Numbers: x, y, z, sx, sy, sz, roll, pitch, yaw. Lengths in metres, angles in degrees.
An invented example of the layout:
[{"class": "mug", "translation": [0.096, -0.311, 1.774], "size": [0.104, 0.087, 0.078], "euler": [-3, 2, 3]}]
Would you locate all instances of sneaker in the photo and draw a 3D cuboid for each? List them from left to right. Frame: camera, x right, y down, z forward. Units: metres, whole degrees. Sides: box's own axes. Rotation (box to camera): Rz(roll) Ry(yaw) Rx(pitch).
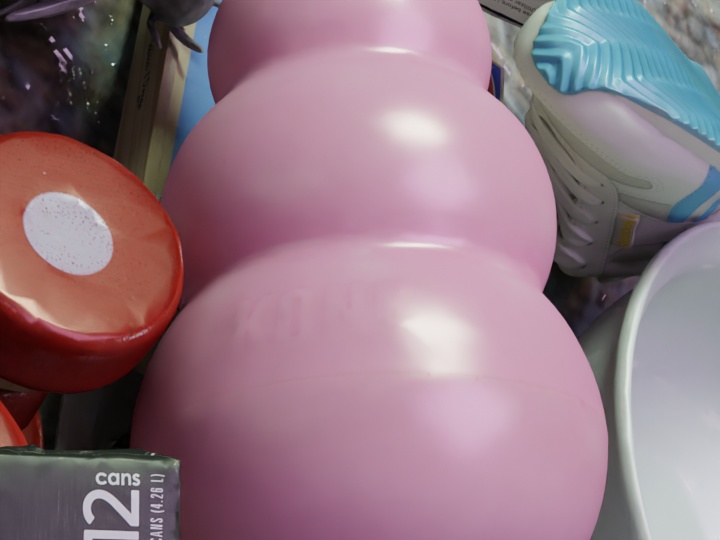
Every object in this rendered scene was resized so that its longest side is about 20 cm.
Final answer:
[{"class": "sneaker", "translation": [0.088, -0.038, 0.898], "size": [0.077, 0.081, 0.200], "euler": [58, 11, 20]}]

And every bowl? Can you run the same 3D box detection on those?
[{"class": "bowl", "translation": [0.121, 0.092, 0.912], "size": [0.200, 0.090, 0.202], "euler": [25, 54, -40]}]

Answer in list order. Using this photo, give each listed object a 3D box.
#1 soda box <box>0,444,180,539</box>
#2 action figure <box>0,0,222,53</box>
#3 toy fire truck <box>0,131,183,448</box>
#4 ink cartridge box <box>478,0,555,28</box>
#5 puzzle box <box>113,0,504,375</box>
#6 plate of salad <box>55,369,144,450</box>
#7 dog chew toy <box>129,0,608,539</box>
[{"class": "soda box", "translation": [-0.074, 0.137, 0.518], "size": [0.063, 0.071, 0.202], "euler": [3, 81, -16]}, {"class": "action figure", "translation": [-0.098, -0.152, 0.791], "size": [0.130, 0.069, 0.201], "euler": [-33, 91, -41]}, {"class": "toy fire truck", "translation": [-0.151, 0.015, 0.640], "size": [0.168, 0.112, 0.200], "euler": [36, 44, -6]}, {"class": "ink cartridge box", "translation": [0.032, -0.172, 0.865], "size": [0.136, 0.201, 0.076], "euler": [27, 40, 12]}, {"class": "puzzle box", "translation": [-0.014, -0.025, 0.822], "size": [0.133, 0.025, 0.201], "euler": [31, 39, -24]}, {"class": "plate of salad", "translation": [-0.010, 0.080, 0.802], "size": [0.199, 0.048, 0.201], "euler": [25, 54, -39]}, {"class": "dog chew toy", "translation": [0.000, 0.000, 0.694], "size": [0.124, 0.124, 0.201], "euler": [17, 62, -43]}]
